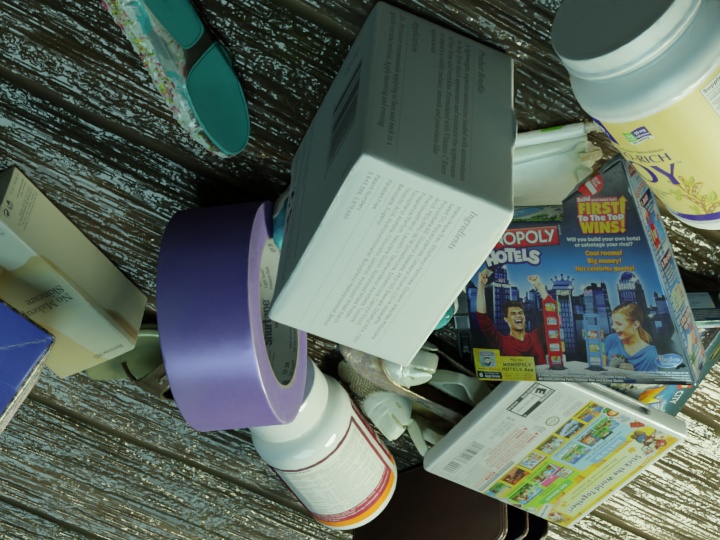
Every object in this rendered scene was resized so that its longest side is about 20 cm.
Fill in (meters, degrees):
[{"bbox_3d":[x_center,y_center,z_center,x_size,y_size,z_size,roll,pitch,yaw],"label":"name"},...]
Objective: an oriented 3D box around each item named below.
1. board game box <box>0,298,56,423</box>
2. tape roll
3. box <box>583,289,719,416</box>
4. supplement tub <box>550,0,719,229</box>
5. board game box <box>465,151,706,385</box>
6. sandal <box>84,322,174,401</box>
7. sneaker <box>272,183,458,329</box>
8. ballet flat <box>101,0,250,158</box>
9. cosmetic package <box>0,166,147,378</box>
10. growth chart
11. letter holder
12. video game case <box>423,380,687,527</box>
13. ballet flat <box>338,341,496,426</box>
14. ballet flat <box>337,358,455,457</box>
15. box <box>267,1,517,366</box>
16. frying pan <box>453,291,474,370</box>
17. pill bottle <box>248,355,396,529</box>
[{"bbox_3d":[-0.386,0.079,1.309,0.159,0.097,0.200,35,157,-7],"label":"board game box"},{"bbox_3d":[-0.111,0.041,1.252,0.084,0.201,0.201,-5,134,11],"label":"tape roll"},{"bbox_3d":[0.268,0.096,1.347,0.135,0.038,0.201,-1,141,-21],"label":"box"},{"bbox_3d":[0.252,-0.143,1.075,0.145,0.146,0.200,-28,126,29],"label":"supplement tub"},{"bbox_3d":[0.191,-0.006,1.205,0.198,0.062,0.202,0,109,24],"label":"board game box"},{"bbox_3d":[-0.181,0.101,1.411,0.199,0.058,0.080,5,140,-6],"label":"sandal"},{"bbox_3d":[0.000,0.000,1.272,0.199,0.080,0.077,33,132,-15],"label":"sneaker"},{"bbox_3d":[-0.153,-0.180,1.145,0.064,0.076,0.201,12,140,40],"label":"ballet flat"},{"bbox_3d":[-0.307,0.006,1.327,0.105,0.072,0.200,-23,128,26],"label":"cosmetic package"},{"bbox_3d":[0.154,-0.042,1.250,0.143,0.018,0.202,-4,125,8],"label":"growth chart"},{"bbox_3d":[0.097,0.291,1.518,0.199,0.143,0.101,-25,127,27],"label":"letter holder"},{"bbox_3d":[0.188,0.173,1.367,0.181,0.023,0.200,24,134,-17],"label":"video game case"},{"bbox_3d":[0.071,0.101,1.380,0.199,0.069,0.067,28,161,-26],"label":"ballet flat"},{"bbox_3d":[0.061,0.155,1.435,0.199,0.076,0.068,31,131,-23],"label":"ballet flat"},{"bbox_3d":[0.027,-0.069,1.130,0.130,0.200,0.201,20,133,-13],"label":"box"},{"bbox_3d":[0.084,0.030,1.347,0.114,0.031,0.191,15,131,-7],"label":"frying pan"},{"bbox_3d":[-0.046,0.173,1.428,0.109,0.110,0.201,-14,137,19],"label":"pill bottle"}]
